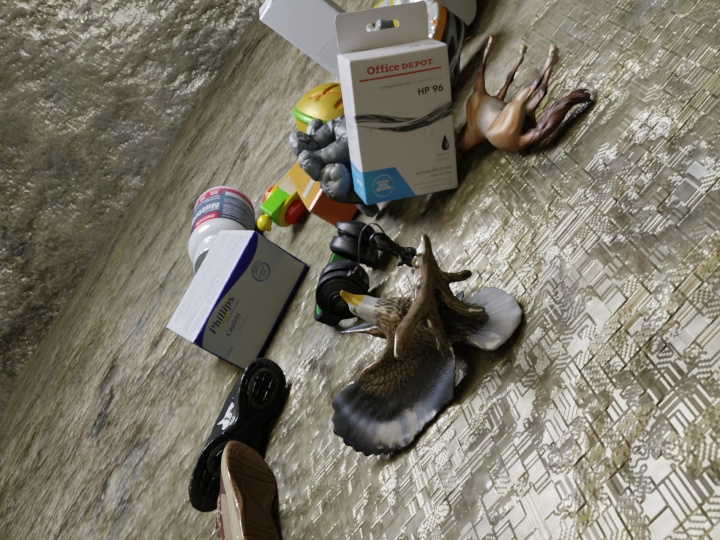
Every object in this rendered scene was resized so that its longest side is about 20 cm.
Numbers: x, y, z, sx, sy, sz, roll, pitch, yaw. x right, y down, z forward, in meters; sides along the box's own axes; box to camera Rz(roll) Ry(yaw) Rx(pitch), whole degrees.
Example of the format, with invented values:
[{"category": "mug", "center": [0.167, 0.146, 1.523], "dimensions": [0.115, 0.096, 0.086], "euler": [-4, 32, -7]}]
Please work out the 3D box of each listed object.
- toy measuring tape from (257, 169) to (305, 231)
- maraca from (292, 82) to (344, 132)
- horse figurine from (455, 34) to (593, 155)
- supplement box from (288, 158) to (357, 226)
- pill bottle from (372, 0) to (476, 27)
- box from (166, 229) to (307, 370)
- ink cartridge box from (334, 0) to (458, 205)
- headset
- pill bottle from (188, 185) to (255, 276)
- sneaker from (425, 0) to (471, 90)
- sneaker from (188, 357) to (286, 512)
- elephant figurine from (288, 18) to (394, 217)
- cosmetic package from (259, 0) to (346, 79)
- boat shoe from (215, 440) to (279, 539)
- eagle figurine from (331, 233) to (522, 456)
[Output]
[{"category": "toy measuring tape", "center": [-0.103, -0.134, 1.365], "dimensions": [0.201, 0.074, 0.073], "euler": [-50, 19, -23]}, {"category": "maraca", "center": [-0.029, -0.219, 1.223], "dimensions": [0.200, 0.134, 0.109], "euler": [-131, 47, -60]}, {"category": "horse figurine", "center": [0.158, -0.175, 0.870], "dimensions": [0.135, 0.049, 0.200], "euler": [-67, 27, 11]}, {"category": "supplement box", "center": [-0.054, -0.130, 1.232], "dimensions": [0.070, 0.066, 0.200], "euler": [-59, 23, 10]}, {"category": "pill bottle", "center": [0.071, -0.353, 1.193], "dimensions": [0.199, 0.113, 0.116], "euler": [-22, 42, 54]}, {"category": "box", "center": [-0.195, 0.041, 1.265], "dimensions": [0.187, 0.104, 0.199], "euler": [-62, 22, -9]}, {"category": "ink cartridge box", "center": [0.040, -0.188, 0.921], "dimensions": [0.068, 0.113, 0.204], "euler": [-123, 23, -66]}, {"category": "headset", "center": [0.000, 0.000, 0.993], "dimensions": [0.200, 0.092, 0.126], "euler": [133, 155, -63]}, {"category": "pill bottle", "center": [-0.250, -0.056, 1.480], "dimensions": [0.120, 0.118, 0.201], "euler": [-48, 25, 21]}, {"category": "sneaker", "center": [0.090, -0.244, 1.082], "dimensions": [0.078, 0.076, 0.204], "euler": [42, 119, 48]}, {"category": "sneaker", "center": [-0.159, 0.213, 1.046], "dimensions": [0.202, 0.075, 0.091], "euler": [-62, 13, -26]}, {"category": "elephant figurine", "center": [0.020, -0.183, 1.012], "dimensions": [0.200, 0.142, 0.155], "euler": [-44, -7, 14]}, {"category": "cosmetic package", "center": [-0.081, -0.453, 1.514], "dimensions": [0.102, 0.198, 0.075], "euler": [-48, 25, 19]}, {"category": "boat shoe", "center": [-0.136, 0.274, 0.911], "dimensions": [0.072, 0.072, 0.201], "euler": [-50, 30, 15]}, {"category": "eagle figurine", "center": [0.043, 0.063, 0.770], "dimensions": [0.150, 0.152, 0.202], "euler": [-25, -28, -27]}]
